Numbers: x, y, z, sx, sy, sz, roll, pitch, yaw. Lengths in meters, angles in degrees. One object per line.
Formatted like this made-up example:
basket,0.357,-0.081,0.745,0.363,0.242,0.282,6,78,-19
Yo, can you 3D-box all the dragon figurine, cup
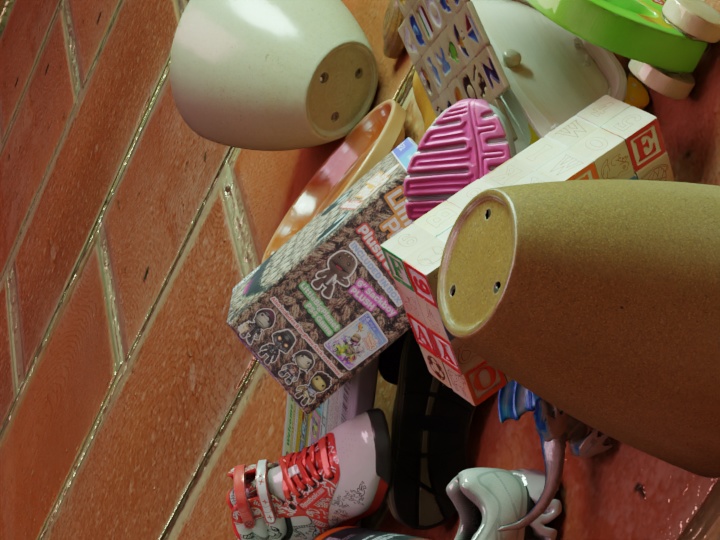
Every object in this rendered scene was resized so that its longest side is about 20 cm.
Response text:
dragon figurine,0.138,0.090,1.263,0.099,0.059,0.201,11,82,68
cup,-0.067,-0.200,1.744,0.143,0.200,0.201,27,102,38

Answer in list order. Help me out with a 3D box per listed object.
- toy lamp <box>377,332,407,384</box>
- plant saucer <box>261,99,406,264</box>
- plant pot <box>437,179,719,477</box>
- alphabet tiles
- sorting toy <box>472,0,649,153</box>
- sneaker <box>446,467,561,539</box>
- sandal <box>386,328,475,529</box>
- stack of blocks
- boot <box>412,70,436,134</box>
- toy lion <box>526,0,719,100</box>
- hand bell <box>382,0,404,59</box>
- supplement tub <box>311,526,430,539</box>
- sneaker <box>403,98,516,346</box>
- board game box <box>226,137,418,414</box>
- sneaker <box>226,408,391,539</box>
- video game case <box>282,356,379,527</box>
toy lamp,0.015,0.022,1.572,0.058,0.058,0.200,-64,29,24
plant saucer,-0.020,-0.072,1.652,0.200,0.032,0.200,-49,13,15
plant pot,0.155,0.020,1.102,0.186,0.199,0.187,-40,43,52
alphabet tiles,0.067,-0.161,1.325,0.167,0.006,0.200,66,169,3
sorting toy,0.126,-0.103,1.367,0.181,0.106,0.201,109,147,-41
sneaker,0.091,0.237,1.261,0.075,0.081,0.201,-27,54,56
sandal,0.058,0.104,1.413,0.057,0.079,0.202,-151,77,-79
stack of blocks,0.123,-0.015,1.201,0.200,0.116,0.059,-34,35,-16
boot,0.106,-0.192,1.497,0.201,0.070,0.145,-50,40,49
toy lion,0.142,-0.216,1.268,0.069,0.191,0.200,-62,28,26
hand bell,0.051,-0.288,1.656,0.104,0.103,0.201,-108,29,-50
supplement tub,0.009,0.257,1.392,0.200,0.106,0.108,-7,70,65
sneaker,0.081,-0.029,1.286,0.088,0.081,0.201,-39,-46,-63
board game box,0.000,0.000,1.411,0.200,0.097,0.159,-41,8,3
sneaker,-0.047,0.173,1.432,0.202,0.107,0.068,119,147,-58
video game case,-0.029,0.128,1.584,0.182,0.022,0.201,-131,42,-61
